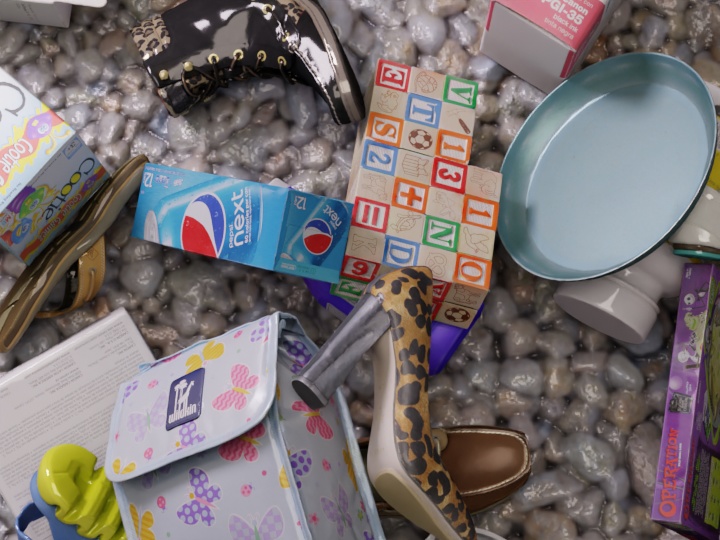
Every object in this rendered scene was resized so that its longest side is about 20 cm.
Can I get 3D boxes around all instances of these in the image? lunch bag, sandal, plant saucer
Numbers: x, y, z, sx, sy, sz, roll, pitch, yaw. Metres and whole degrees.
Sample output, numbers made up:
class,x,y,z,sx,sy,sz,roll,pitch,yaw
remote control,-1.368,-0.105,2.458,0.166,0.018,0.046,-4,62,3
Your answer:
class,x,y,z,sx,sy,sz,roll,pitch,yaw
lunch bag,-0.096,0.149,1.469,0.169,0.127,0.201,-20,79,29
sandal,-0.226,-0.007,1.589,0.054,0.080,0.200,43,76,-15
plant saucer,0.193,-0.076,1.514,0.200,0.027,0.201,-24,48,30
sandal,-0.193,0.223,1.526,0.087,0.080,0.200,-34,104,32

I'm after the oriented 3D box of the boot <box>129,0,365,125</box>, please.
class,x,y,z,sx,sy,sz,roll,pitch,yaw
boot,-0.093,-0.168,1.595,0.150,0.073,0.200,-28,59,-2

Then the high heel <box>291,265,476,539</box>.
class,x,y,z,sx,sy,sz,roll,pitch,yaw
high heel,0.055,0.100,1.456,0.200,0.071,0.143,50,64,-18

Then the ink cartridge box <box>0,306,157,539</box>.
class,x,y,z,sx,sy,sz,roll,pitch,yaw
ink cartridge box,-0.209,0.154,1.573,0.161,0.050,0.201,-30,98,-5

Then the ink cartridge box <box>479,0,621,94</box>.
class,x,y,z,sx,sy,sz,roll,pitch,yaw
ink cartridge box,0.185,-0.258,1.587,0.083,0.147,0.200,32,81,6

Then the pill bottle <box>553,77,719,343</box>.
class,x,y,z,sx,sy,sz,roll,pitch,yaw
pill bottle,0.233,-0.048,1.562,0.111,0.111,0.201,27,80,6

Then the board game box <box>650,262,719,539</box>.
class,x,y,z,sx,sy,sz,roll,pitch,yaw
board game box,0.266,0.105,1.527,0.032,0.120,0.201,5,77,22

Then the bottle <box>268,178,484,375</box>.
class,x,y,z,sx,sy,sz,roll,pitch,yaw
bottle,0.000,0.000,1.579,0.200,0.065,0.084,34,72,8

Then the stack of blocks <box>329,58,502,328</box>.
class,x,y,z,sx,sy,sz,roll,pitch,yaw
stack of blocks,0.050,-0.063,1.554,0.115,0.059,0.201,14,55,-7

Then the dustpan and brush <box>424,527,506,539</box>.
class,x,y,z,sx,sy,sz,roll,pitch,yaw
dustpan and brush,0.071,0.224,1.512,0.139,0.057,0.201,-16,92,-4

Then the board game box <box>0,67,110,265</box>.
class,x,y,z,sx,sy,sz,roll,pitch,yaw
board game box,-0.316,-0.116,1.575,0.200,0.103,0.105,39,82,17

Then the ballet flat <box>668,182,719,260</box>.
class,x,y,z,sx,sy,sz,roll,pitch,yaw
ballet flat,0.317,-0.029,1.528,0.199,0.069,0.070,12,75,-41

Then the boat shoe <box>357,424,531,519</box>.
class,x,y,z,sx,sy,sz,roll,pitch,yaw
boat shoe,0.036,0.161,1.541,0.199,0.074,0.076,-10,76,0

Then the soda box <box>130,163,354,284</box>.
class,x,y,z,sx,sy,sz,roll,pitch,yaw
soda box,-0.095,-0.038,1.523,0.068,0.200,0.064,11,90,-39

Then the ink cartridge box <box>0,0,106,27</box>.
class,x,y,z,sx,sy,sz,roll,pitch,yaw
ink cartridge box,-0.297,-0.272,1.639,0.199,0.067,0.118,8,78,4
